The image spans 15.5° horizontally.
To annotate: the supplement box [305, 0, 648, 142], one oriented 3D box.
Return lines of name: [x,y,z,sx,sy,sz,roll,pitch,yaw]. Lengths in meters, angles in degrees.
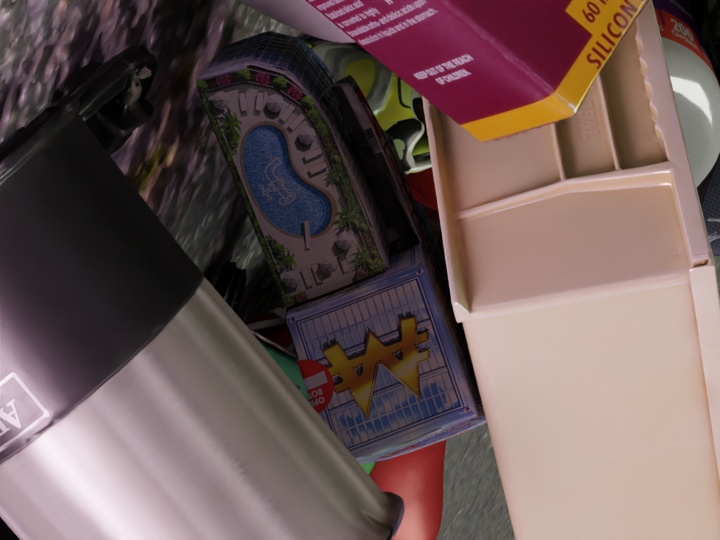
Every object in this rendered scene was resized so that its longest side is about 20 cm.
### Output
supplement box: [0.011,-0.150,0.900,0.111,0.200,0.086,-56,-166,-15]

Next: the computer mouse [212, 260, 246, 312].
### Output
computer mouse: [-0.103,0.087,1.289,0.059,0.034,0.201,31,81,-83]

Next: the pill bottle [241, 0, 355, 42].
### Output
pill bottle: [0.016,-0.196,1.016,0.200,0.113,0.113,-57,164,-19]

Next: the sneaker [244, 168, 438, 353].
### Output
sneaker: [-0.002,0.017,1.336,0.200,0.071,0.112,-49,172,32]

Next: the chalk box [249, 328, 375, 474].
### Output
chalk box: [-0.083,0.081,1.153,0.125,0.124,0.200,-60,165,-6]

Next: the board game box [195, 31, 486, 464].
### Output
board game box: [0.000,0.000,1.071,0.061,0.201,0.200,-21,-171,4]

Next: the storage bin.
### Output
storage bin: [0.087,0.000,1.038,0.200,0.093,0.199,73,8,-47]

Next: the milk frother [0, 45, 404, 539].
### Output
milk frother: [-0.077,0.029,0.964,0.200,0.188,0.180,-45,-169,-33]

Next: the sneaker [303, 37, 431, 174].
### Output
sneaker: [0.021,-0.078,1.303,0.200,0.076,0.076,-32,145,-63]

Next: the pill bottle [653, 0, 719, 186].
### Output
pill bottle: [0.104,-0.122,1.291,0.200,0.112,0.113,-101,-162,-45]

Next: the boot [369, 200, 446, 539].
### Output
boot: [0.039,0.061,1.245,0.072,0.144,0.201,-28,120,-38]

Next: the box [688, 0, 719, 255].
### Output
box: [0.181,-0.132,1.324,0.158,0.051,0.201,104,-18,-49]
